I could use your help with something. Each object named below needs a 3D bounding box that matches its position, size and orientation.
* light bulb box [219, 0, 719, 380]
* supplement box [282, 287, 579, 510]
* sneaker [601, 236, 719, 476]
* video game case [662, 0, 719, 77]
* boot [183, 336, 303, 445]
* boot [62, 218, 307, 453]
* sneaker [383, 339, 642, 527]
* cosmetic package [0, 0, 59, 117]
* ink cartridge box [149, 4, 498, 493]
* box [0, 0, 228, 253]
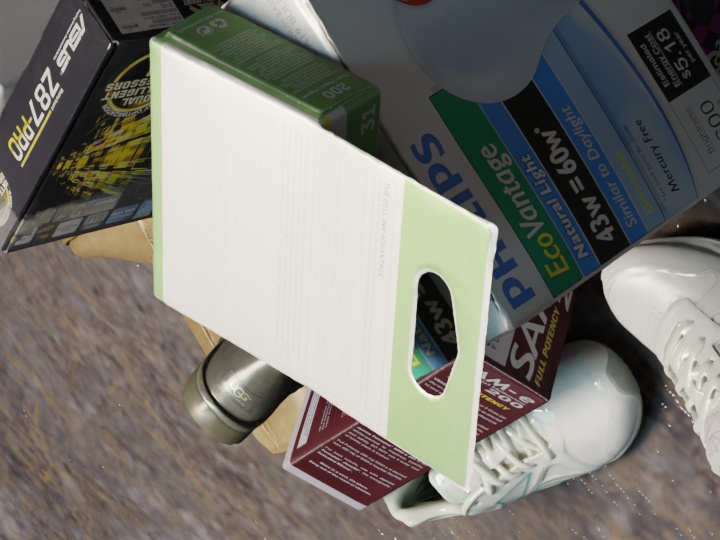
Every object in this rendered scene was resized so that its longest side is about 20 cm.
[{"bbox_3d":[0.049,-0.077,1.138,0.199,0.200,0.125,57,142,0],"label":"light bulb box"},{"bbox_3d":[0.040,0.050,1.352,0.061,0.109,0.200,30,145,-18],"label":"supplement box"},{"bbox_3d":[0.192,0.052,1.206,0.200,0.099,0.075,36,138,28],"label":"sneaker"},{"bbox_3d":[0.097,-0.145,1.231,0.199,0.036,0.182,7,119,45],"label":"video game case"},{"bbox_3d":[0.002,0.001,1.320,0.072,0.182,0.200,40,122,-11],"label":"boot"},{"bbox_3d":[-0.102,0.028,1.534,0.201,0.066,0.175,58,151,-6],"label":"boot"},{"bbox_3d":[0.087,0.104,1.369,0.071,0.080,0.200,57,140,5],"label":"sneaker"},{"bbox_3d":[-0.198,-0.156,1.317,0.200,0.199,0.123,44,139,18],"label":"cosmetic package"},{"bbox_3d":[-0.010,-0.012,1.046,0.199,0.048,0.146,29,133,30],"label":"ink cartridge box"},{"bbox_3d":[-0.091,-0.093,1.232,0.049,0.199,0.161,56,134,19],"label":"box"}]
